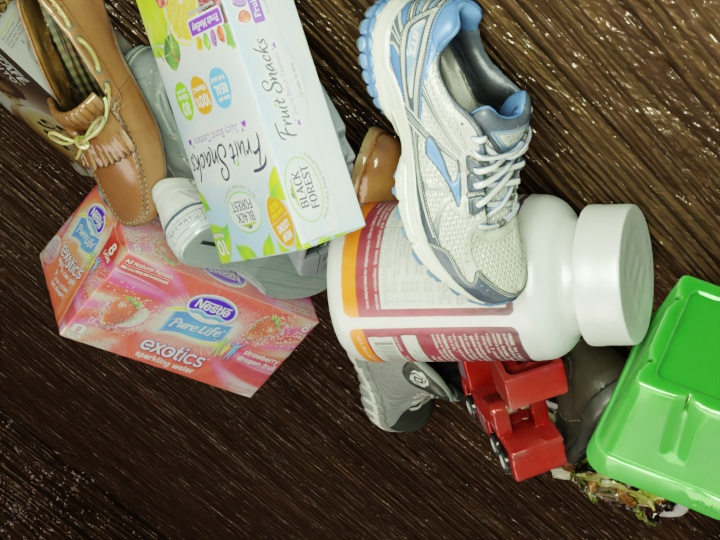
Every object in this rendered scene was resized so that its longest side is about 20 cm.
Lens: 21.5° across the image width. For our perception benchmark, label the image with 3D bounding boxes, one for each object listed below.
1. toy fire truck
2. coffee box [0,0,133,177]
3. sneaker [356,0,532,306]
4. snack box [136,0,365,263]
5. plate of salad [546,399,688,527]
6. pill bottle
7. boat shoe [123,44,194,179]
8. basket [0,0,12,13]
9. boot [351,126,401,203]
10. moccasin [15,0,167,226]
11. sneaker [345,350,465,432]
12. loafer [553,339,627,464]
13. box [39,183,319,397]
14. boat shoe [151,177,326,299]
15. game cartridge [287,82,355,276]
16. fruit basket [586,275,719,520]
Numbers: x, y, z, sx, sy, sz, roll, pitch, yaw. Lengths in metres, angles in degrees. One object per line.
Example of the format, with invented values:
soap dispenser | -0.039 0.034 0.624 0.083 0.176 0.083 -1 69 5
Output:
toy fire truck | 0.117 0.086 1.508 0.200 0.048 0.142 -120 13 -61
coffee box | -0.240 -0.162 1.497 0.113 0.080 0.200 11 153 51
sneaker | 0.065 -0.071 1.137 0.085 0.077 0.201 -7 110 44
snack box | -0.076 -0.110 1.230 0.142 0.053 0.201 -7 102 65
plate of salad | 0.199 0.173 1.697 0.199 0.048 0.200 29 162 11
pill bottle | 0.087 0.005 1.257 0.199 0.110 0.110 -2 149 23
boat shoe | -0.117 -0.092 1.482 0.071 0.070 0.201 14 149 47
basket | -0.312 -0.243 1.297 0.149 0.143 0.200 31 162 0
boot | 0.076 -0.018 1.361 0.154 0.077 0.201 14 143 25
moccasin | -0.200 -0.125 1.404 0.073 0.078 0.202 1 116 37
sneaker | 0.060 0.106 1.717 0.115 0.075 0.200 20 158 28
loafer | 0.186 0.097 1.505 0.072 0.073 0.200 59 169 16
box | -0.146 0.015 1.542 0.199 0.103 0.095 23 -149 -39
boat shoe | -0.082 -0.034 1.464 0.200 0.073 0.067 23 -149 -57
game cartridge | -0.054 -0.090 1.342 0.200 0.040 0.134 103 144 -66
fruit basket | 0.266 0.109 1.266 0.215 0.156 0.216 22 149 14
